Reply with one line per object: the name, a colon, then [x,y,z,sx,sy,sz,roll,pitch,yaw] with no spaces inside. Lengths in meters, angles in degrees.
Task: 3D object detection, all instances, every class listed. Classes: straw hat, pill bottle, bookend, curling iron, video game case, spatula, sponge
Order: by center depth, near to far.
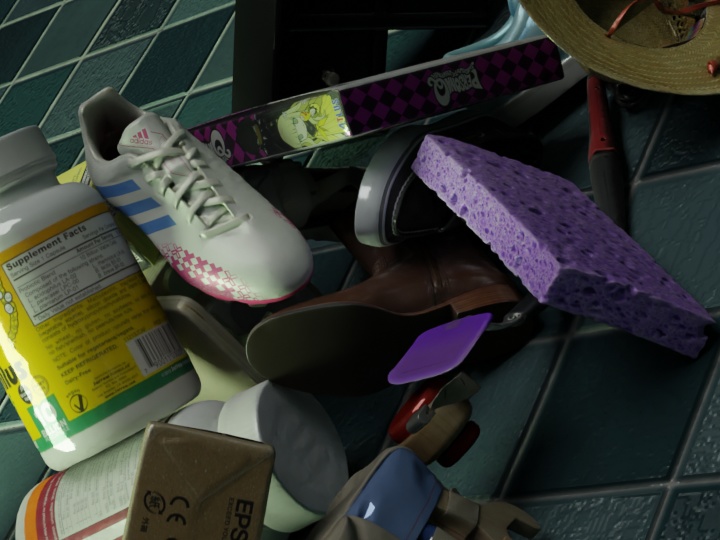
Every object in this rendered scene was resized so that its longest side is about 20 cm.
sponge: [0.115,-0.018,1.268,0.030,0.111,0.200,-63,29,16]
spatula: [0.081,0.028,1.271,0.056,0.021,0.200,-17,4,36]
pill bottle: [-0.112,0.147,1.362,0.200,0.110,0.110,-28,32,27]
pill bottle: [-0.193,0.015,1.369,0.113,0.200,0.113,-28,1,1]
curling iron: [0.164,-0.078,1.390,0.050,0.026,0.200,-24,34,29]
straw hat: [0.170,-0.167,1.395,0.201,0.201,0.085,-65,2,-33]
video game case: [0.003,-0.107,1.419,0.200,0.036,0.181,-19,6,-42]
bookend: [0.010,-0.188,1.648,0.092,0.198,0.201,-142,53,-62]

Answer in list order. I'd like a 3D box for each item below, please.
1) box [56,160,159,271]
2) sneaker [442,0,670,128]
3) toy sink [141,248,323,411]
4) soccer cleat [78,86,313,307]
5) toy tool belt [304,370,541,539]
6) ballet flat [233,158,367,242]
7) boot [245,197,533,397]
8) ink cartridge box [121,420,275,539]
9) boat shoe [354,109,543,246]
box: [-0.230,-0.005,1.489,0.200,0.075,0.050,-24,34,31]
sneaker: [0.142,-0.179,1.485,0.200,0.082,0.074,-39,13,8]
toy sink: [-0.111,0.027,1.504,0.200,0.130,0.112,-4,47,52]
soccer cleat: [-0.111,-0.048,1.347,0.070,0.086,0.200,-40,50,-21]
toy tool belt: [0.036,0.163,1.171,0.200,0.123,0.125,-53,5,-36]
ballet flat: [-0.042,-0.050,1.472,0.069,0.070,0.200,-25,-11,31]
boot: [0.000,0.000,1.398,0.186,0.064,0.200,-4,29,-14]
ink cartridge box: [-0.102,0.186,1.187,0.165,0.075,0.201,138,143,-84]
boat shoe: [0.063,-0.057,1.394,0.066,0.070,0.200,13,18,23]
